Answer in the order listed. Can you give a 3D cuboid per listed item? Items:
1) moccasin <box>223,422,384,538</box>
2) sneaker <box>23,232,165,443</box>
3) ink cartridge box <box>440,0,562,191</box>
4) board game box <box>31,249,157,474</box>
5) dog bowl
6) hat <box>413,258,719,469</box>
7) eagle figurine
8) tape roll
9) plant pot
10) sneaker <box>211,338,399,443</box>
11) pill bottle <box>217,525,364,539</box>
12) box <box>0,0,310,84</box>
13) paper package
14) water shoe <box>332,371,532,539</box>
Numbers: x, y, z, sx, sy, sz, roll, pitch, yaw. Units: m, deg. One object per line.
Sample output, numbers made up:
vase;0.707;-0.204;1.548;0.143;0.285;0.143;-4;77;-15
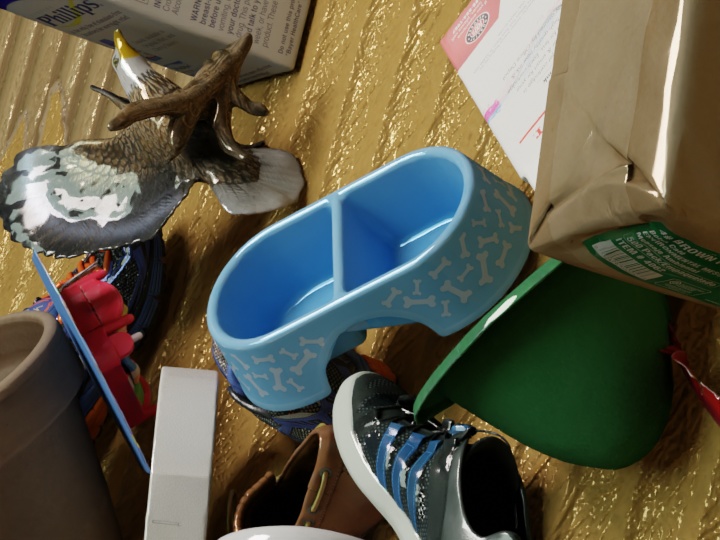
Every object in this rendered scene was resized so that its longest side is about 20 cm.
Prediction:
moccasin;-0.045;0.148;1.619;0.201;0.078;0.074;-45;39;51
sneaker;-0.195;0.036;1.968;0.200;0.078;0.075;-67;26;9
ink cartridge box;0.124;-0.102;1.459;0.117;0.067;0.200;-51;30;17
board game box;-0.159;0.051;1.838;0.158;0.039;0.200;62;173;-1
dog bowl;0.000;0.000;1.581;0.200;0.050;0.112;-27;39;22
hat;0.139;0.079;1.373;0.166;0.176;0.200;-46;-10;19
eagle figurine;-0.135;-0.086;1.873;0.200;0.152;0.151;-39;47;54
tape roll;-0.110;0.157;1.697;0.203;0.037;0.203;-174;90;-86
plant pot;-0.244;0.150;1.865;0.200;0.175;0.200;-26;17;9
sneaker;-0.047;0.055;1.689;0.200;0.078;0.075;24;94;64
pill bottle;-0.039;0.246;1.511;0.112;0.112;0.200;-28;49;54
box;-0.130;-0.242;1.906;0.105;0.200;0.184;-8;66;62
paper package;0.188;-0.074;1.187;0.103;0.200;0.191;-22;55;58
water shoe;0.051;0.109;1.484;0.079;0.071;0.200;-55;40;24
